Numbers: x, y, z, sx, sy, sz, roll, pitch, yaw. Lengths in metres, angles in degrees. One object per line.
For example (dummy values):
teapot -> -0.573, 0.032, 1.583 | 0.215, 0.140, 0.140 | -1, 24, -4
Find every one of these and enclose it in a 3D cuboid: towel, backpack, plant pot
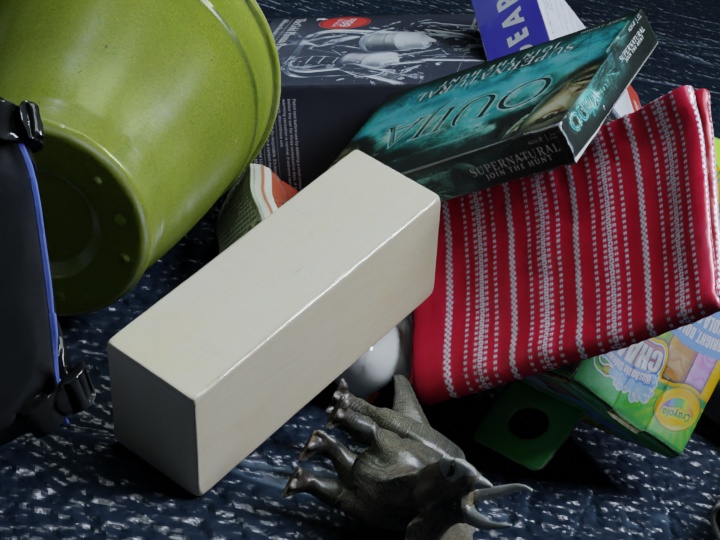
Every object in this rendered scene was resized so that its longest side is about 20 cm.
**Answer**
towel -> 0.110, -0.013, 1.048 | 0.022, 0.199, 0.146 | 32, 48, -42
backpack -> -0.238, -0.011, 0.901 | 0.146, 0.185, 0.200 | -19, 29, -24
plant pot -> -0.163, -0.077, 1.119 | 0.198, 0.202, 0.194 | 18, 35, -1

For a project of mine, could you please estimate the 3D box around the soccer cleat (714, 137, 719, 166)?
soccer cleat -> 0.241, -0.049, 1.390 | 0.080, 0.068, 0.200 | -1, 23, 8

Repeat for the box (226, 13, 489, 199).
box -> 0.010, -0.111, 1.331 | 0.180, 0.105, 0.200 | 1, 21, 9

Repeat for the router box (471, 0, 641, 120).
router box -> 0.154, -0.098, 1.290 | 0.179, 0.049, 0.201 | 44, 25, -40

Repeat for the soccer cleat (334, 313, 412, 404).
soccer cleat -> 0.000, 0.000, 1.151 | 0.078, 0.069, 0.201 | 52, 19, -26

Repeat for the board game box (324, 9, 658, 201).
board game box -> 0.068, -0.086, 1.112 | 0.199, 0.028, 0.135 | -16, 25, 39

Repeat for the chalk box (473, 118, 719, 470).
chalk box -> 0.139, 0.026, 1.105 | 0.123, 0.201, 0.124 | 33, -7, -41

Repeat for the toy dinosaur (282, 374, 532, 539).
toy dinosaur -> 0.021, 0.107, 0.989 | 0.102, 0.077, 0.200 | 32, 3, -2

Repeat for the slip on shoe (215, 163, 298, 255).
slip on shoe -> -0.054, -0.006, 1.170 | 0.061, 0.074, 0.200 | 27, 20, -15

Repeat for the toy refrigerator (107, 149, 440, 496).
toy refrigerator -> -0.045, 0.023, 1.005 | 0.070, 0.076, 0.200 | 30, 51, 26

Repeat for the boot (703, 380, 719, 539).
boot -> 0.244, 0.118, 1.133 | 0.181, 0.073, 0.200 | 25, 31, 20
